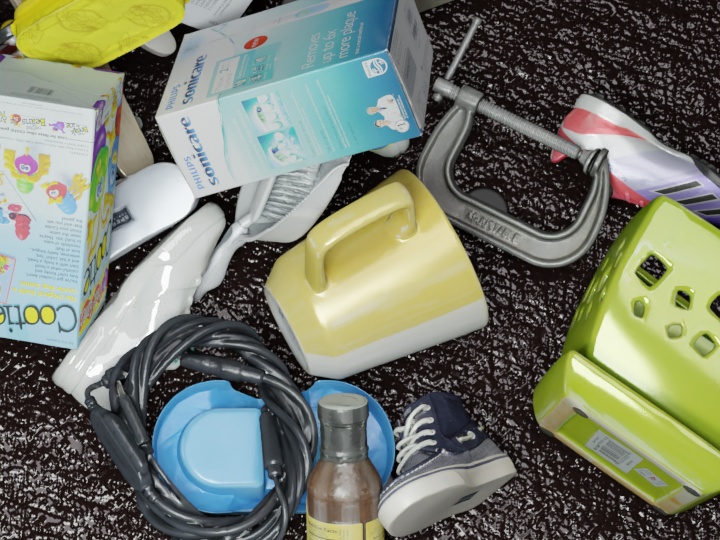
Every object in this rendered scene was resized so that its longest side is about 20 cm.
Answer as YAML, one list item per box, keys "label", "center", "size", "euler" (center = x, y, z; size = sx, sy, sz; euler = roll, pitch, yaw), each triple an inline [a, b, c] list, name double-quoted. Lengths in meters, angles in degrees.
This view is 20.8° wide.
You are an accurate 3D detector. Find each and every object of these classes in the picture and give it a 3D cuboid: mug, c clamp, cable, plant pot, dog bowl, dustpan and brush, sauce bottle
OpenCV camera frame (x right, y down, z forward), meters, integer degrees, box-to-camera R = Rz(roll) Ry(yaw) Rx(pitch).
- label: "mug"
  center: [-0.001, 0.001, 1.636]
  size: [0.153, 0.149, 0.187]
  euler: [-28, 121, -8]
- label: "c clamp"
  center: [0.138, -0.104, 1.735]
  size: [0.200, 0.027, 0.171]
  euler: [33, 89, 9]
- label: "cable"
  center: [-0.116, 0.134, 1.580]
  size: [0.163, 0.051, 0.200]
  euler: [-32, 75, -23]
- label: "plant pot"
  center: [0.259, 0.084, 1.631]
  size: [0.199, 0.200, 0.182]
  euler: [35, 76, 4]
- label: "dog bowl"
  center: [-0.074, 0.151, 1.627]
  size: [0.200, 0.050, 0.112]
  euler: [0, 70, -10]
- label: "dustpan and brush"
  center: [-0.082, -0.051, 1.652]
  size: [0.057, 0.200, 0.140]
  euler: [15, 27, -22]
- label: "sauce bottle"
  center: [-0.011, 0.197, 1.562]
  size: [0.065, 0.065, 0.200]
  euler: [-2, 105, -10]

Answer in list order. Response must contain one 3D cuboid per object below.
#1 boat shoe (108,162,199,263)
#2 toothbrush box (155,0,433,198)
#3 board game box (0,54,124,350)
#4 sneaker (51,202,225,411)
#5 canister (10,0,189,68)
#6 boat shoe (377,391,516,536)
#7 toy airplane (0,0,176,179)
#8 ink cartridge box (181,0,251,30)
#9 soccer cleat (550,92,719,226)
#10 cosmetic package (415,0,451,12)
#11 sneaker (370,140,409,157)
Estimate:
- label: "boat shoe"
  center: [-0.224, -0.032, 1.661]
  size: [0.200, 0.065, 0.074]
  euler: [-20, 92, 6]
- label: "toothbrush box"
  center: [-0.050, -0.151, 1.589]
  size: [0.200, 0.085, 0.147]
  euler: [-15, 31, 17]
- label: "board game box"
  center: [-0.254, -0.055, 1.552]
  size: [0.105, 0.103, 0.200]
  euler: [9, 112, 3]
- label: "sneaker"
  center: [-0.165, 0.038, 1.644]
  size: [0.088, 0.075, 0.200]
  euler: [39, 84, -6]
- label: "canister"
  center: [-0.208, -0.280, 1.563]
  size: [0.086, 0.148, 0.200]
  euler: [19, 60, -45]
- label: "boat shoe"
  center: [0.050, 0.152, 1.588]
  size: [0.075, 0.200, 0.093]
  euler: [-42, 74, 19]
- label: "toy airplane"
  center: [-0.260, -0.185, 1.682]
  size: [0.199, 0.141, 0.200]
  euler: [19, 59, -36]
- label: "ink cartridge box"
  center: [-0.163, -0.304, 1.709]
  size: [0.175, 0.084, 0.200]
  euler: [16, 35, -45]
- label: "soccer cleat"
  center: [0.265, -0.080, 1.764]
  size: [0.200, 0.068, 0.073]
  euler: [33, 88, 3]
- label: "cosmetic package"
  center: [0.058, -0.300, 1.799]
  size: [0.200, 0.071, 0.105]
  euler: [-23, 75, -16]
- label: "sneaker"
  center: [-0.061, -0.127, 1.729]
  size: [0.200, 0.076, 0.105]
  euler: [29, 87, 1]
